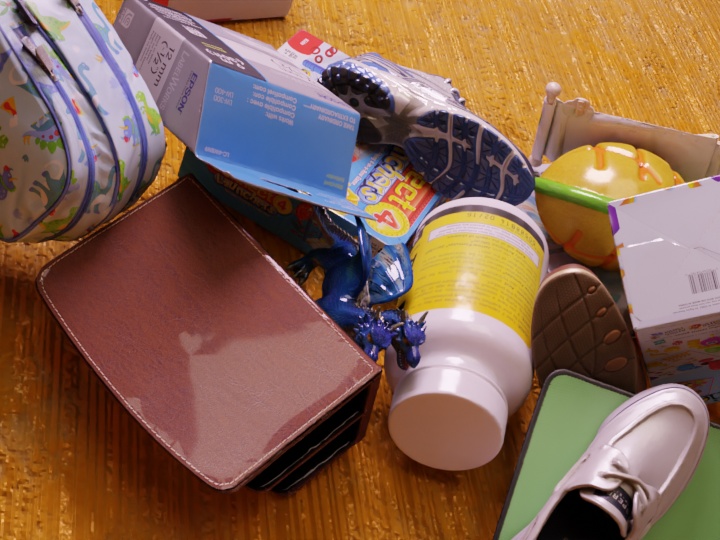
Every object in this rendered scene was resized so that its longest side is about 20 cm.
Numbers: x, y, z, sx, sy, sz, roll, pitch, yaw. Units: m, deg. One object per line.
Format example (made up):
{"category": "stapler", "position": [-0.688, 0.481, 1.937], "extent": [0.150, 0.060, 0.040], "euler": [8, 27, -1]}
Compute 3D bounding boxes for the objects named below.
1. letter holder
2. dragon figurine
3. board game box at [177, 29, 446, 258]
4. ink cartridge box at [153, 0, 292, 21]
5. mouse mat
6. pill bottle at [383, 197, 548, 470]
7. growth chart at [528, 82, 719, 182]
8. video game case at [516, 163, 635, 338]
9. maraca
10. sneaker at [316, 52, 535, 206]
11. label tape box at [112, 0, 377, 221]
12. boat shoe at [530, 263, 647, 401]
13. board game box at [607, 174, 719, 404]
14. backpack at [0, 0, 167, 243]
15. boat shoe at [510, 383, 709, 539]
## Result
{"category": "letter holder", "position": [-0.107, 0.061, 0.799], "extent": [0.142, 0.101, 0.200], "euler": [-36, 69, -26]}
{"category": "dragon figurine", "position": [0.000, 0.000, 0.864], "extent": [0.059, 0.099, 0.201], "euler": [30, 42, -34]}
{"category": "board game box", "position": [-0.020, -0.100, 1.026], "extent": [0.195, 0.056, 0.200], "euler": [31, 43, 5]}
{"category": "ink cartridge box", "position": [-0.155, -0.357, 1.147], "extent": [0.145, 0.145, 0.200], "euler": [-14, 55, -34]}
{"category": "mouse mat", "position": [0.199, 0.173, 0.821], "extent": [0.199, 0.008, 0.161], "euler": [20, 81, 3]}
{"category": "pill bottle", "position": [0.078, 0.046, 0.891], "extent": [0.111, 0.111, 0.200], "euler": [21, 43, -4]}
{"category": "growth chart", "position": [0.246, -0.099, 1.063], "extent": [0.199, 0.145, 0.018], "euler": [15, 65, 1]}
{"category": "video game case", "position": [0.225, -0.024, 1.092], "extent": [0.182, 0.022, 0.200], "euler": [-6, 52, -29]}
{"category": "maraca", "position": [0.236, -0.050, 1.031], "extent": [0.199, 0.107, 0.137], "euler": [12, 11, -34]}
{"category": "sneaker", "position": [0.065, -0.128, 0.999], "extent": [0.200, 0.077, 0.085], "euler": [33, 39, 7]}
{"category": "label tape box", "position": [-0.079, -0.118, 0.857], "extent": [0.143, 0.066, 0.200], "euler": [13, 20, -44]}
{"category": "boat shoe", "position": [0.173, 0.080, 0.877], "extent": [0.072, 0.201, 0.068], "euler": [-18, 23, 14]}
{"category": "board game box", "position": [0.258, 0.023, 0.906], "extent": [0.104, 0.200, 0.103], "euler": [-13, 63, 13]}
{"category": "backpack", "position": [-0.224, -0.115, 0.794], "extent": [0.200, 0.163, 0.154], "euler": [49, 29, -19]}
{"category": "boat shoe", "position": [0.161, 0.153, 0.787], "extent": [0.200, 0.066, 0.072], "euler": [-41, 84, -7]}
